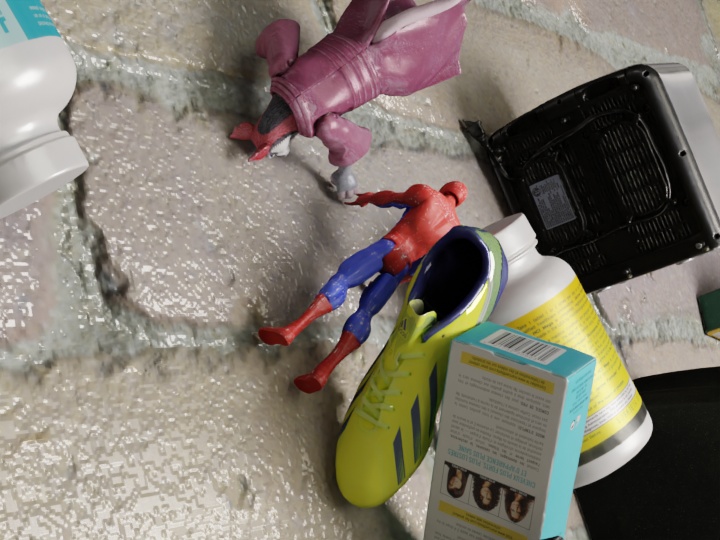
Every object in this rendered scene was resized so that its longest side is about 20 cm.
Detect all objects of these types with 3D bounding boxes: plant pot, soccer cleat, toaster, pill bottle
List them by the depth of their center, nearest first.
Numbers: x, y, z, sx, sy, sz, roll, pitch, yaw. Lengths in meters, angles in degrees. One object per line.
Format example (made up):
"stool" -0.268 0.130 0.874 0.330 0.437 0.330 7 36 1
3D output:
"pill bottle" -0.216 -0.123 0.550 0.200 0.111 0.111 60 38 -6
"soccer cleat" 0.032 0.058 0.723 0.200 0.065 0.084 -61 156 -8
"pill bottle" 0.136 0.062 0.865 0.112 0.112 0.200 -35 99 -52
"plant pot" 0.315 0.179 0.962 0.199 0.177 0.200 -6 76 -50
"toaster" 0.226 -0.087 1.002 0.119 0.181 0.200 -21 88 -55

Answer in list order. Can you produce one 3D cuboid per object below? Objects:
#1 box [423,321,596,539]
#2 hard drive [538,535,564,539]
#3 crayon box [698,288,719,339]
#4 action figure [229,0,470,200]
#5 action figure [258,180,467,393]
"box" 0.092 0.141 0.713 0.049 0.082 0.200 -21 123 -53
"hard drive" 0.101 0.275 0.685 0.038 0.140 0.200 -20 87 -52
"crayon box" 0.505 0.032 1.245 0.126 0.200 0.052 20 56 -43
"action figure" -0.003 -0.139 0.781 0.200 0.149 0.134 -42 96 -18
"action figure" 0.000 0.000 0.789 0.200 0.099 0.065 -43 109 -28
